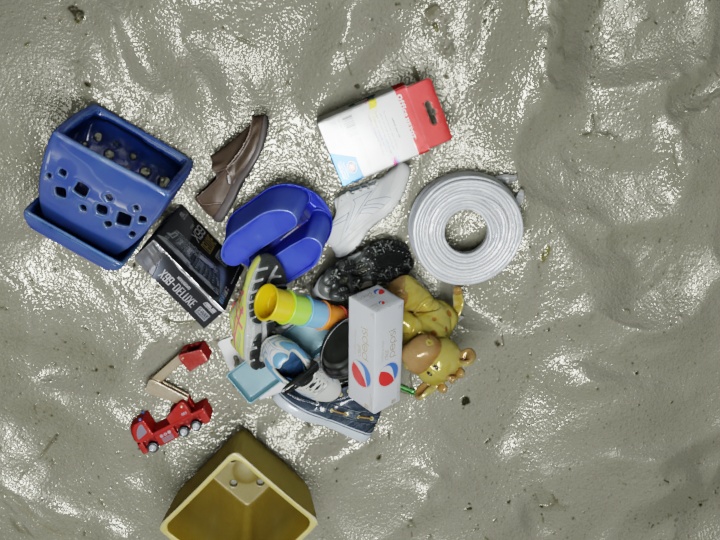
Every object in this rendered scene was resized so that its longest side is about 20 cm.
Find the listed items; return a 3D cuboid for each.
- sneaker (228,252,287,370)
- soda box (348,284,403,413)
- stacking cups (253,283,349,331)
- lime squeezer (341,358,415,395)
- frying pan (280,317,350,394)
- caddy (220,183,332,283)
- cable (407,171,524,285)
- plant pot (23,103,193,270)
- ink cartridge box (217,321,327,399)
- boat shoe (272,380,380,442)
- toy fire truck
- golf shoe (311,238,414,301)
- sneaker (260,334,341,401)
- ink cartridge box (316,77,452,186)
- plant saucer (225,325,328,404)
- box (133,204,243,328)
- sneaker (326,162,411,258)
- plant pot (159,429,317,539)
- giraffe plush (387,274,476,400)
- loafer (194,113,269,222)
[{"bbox_3d":[-0.183,0.060,1.505,0.078,0.090,0.201,-8,117,-45],"label":"sneaker"},{"bbox_3d":[0.024,0.131,1.489,0.064,0.068,0.201,-23,126,-35],"label":"soda box"},{"bbox_3d":[-0.082,0.066,1.490,0.200,0.060,0.061,14,108,-45],"label":"stacking cups"},{"bbox_3d":[0.019,0.183,1.632,0.200,0.070,0.038,30,62,-39],"label":"lime squeezer"},{"bbox_3d":[-0.049,0.153,1.497,0.190,0.031,0.115,-47,137,-13],"label":"frying pan"},{"bbox_3d":[-0.141,-0.059,1.527,0.200,0.105,0.141,-31,114,25],"label":"caddy"},{"bbox_3d":[0.182,-0.070,1.563,0.199,0.069,0.201,4,106,-4],"label":"cable"},{"bbox_3d":[-0.408,-0.126,1.456,0.199,0.200,0.180,30,109,-10],"label":"plant pot"},{"bbox_3d":[-0.144,0.150,1.608,0.199,0.068,0.116,-21,105,3],"label":"ink cartridge box"},{"bbox_3d":[-0.054,0.231,1.640,0.200,0.071,0.091,23,102,-16],"label":"boat shoe"},{"bbox_3d":[-0.338,0.229,1.630,0.199,0.049,0.141,-27,105,5],"label":"toy fire truck"},{"bbox_3d":[0.000,0.000,1.560,0.199,0.094,0.078,-18,89,-35],"label":"golf shoe"},{"bbox_3d":[-0.096,0.179,1.526,0.072,0.073,0.200,-40,134,7],"label":"sneaker"},{"bbox_3d":[0.039,-0.235,1.510,0.199,0.067,0.117,-22,106,3],"label":"ink cartridge box"},{"bbox_3d":[-0.133,0.146,1.563,0.200,0.019,0.070,-36,104,6],"label":"plant saucer"},{"bbox_3d":[-0.276,-0.011,1.488,0.050,0.200,0.158,-39,103,14],"label":"box"},{"bbox_3d":[0.006,-0.113,1.543,0.087,0.075,0.200,43,99,-8],"label":"sneaker"},{"bbox_3d":[-0.207,0.399,1.607,0.195,0.200,0.194,43,100,-12],"label":"plant pot"},{"bbox_3d":[0.109,0.127,1.543,0.199,0.163,0.173,5,134,-19],"label":"giraffe plush"},{"bbox_3d":[-0.216,-0.177,1.509,0.071,0.073,0.201,28,102,-11],"label":"loafer"}]
